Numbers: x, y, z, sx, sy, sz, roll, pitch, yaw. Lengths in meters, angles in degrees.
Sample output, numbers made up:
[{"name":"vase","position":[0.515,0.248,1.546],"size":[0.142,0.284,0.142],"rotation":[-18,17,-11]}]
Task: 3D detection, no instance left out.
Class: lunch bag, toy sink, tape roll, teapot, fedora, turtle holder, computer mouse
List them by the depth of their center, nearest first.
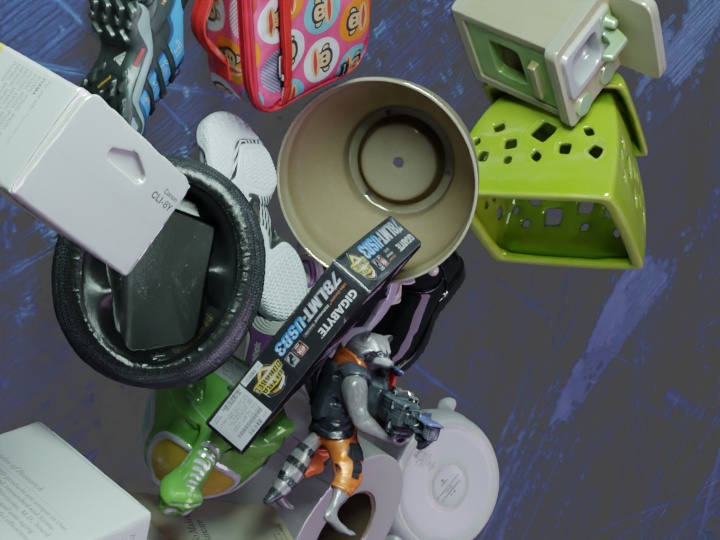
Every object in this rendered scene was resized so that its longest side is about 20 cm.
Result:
[{"name":"lunch bag","position":[-0.073,-0.246,1.163],"size":[0.176,0.082,0.201],"rotation":[-31,137,-34]},{"name":"fedora","position":[-0.176,0.003,1.174],"size":[0.201,0.200,0.092],"rotation":[-55,-176,-9]},{"name":"turtle holder","position":[-0.143,0.162,1.294],"size":[0.141,0.186,0.132],"rotation":[22,116,-37]},{"name":"computer mouse","position":[-0.002,0.057,1.421],"size":[0.044,0.110,0.201],"rotation":[23,103,-15]},{"name":"toy sink","position":[0.216,-0.248,1.463],"size":[0.112,0.199,0.130],"rotation":[-52,149,-14]},{"name":"tape roll","position":[-0.067,0.265,1.524],"size":[0.202,0.139,0.204],"rotation":[-35,140,-36]},{"name":"teapot","position":[0.071,0.273,1.741],"size":[0.199,0.146,0.199],"rotation":[0,90,-33]}]

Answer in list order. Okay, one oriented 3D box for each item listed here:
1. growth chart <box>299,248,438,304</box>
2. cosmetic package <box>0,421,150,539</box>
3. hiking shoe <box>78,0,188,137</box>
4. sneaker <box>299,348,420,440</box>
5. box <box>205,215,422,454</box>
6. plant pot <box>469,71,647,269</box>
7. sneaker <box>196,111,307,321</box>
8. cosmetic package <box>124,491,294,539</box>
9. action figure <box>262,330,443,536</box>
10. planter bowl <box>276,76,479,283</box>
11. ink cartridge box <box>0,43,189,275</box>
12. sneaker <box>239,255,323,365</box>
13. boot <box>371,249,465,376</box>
[{"name":"growth chart","position":[0.000,0.000,1.461],"size":[0.199,0.018,0.145],"rotation":[-27,130,-13]},{"name":"cosmetic package","position":[-0.312,0.261,1.132],"size":[0.200,0.166,0.168],"rotation":[-17,129,-48]},{"name":"hiking shoe","position":[-0.178,-0.151,1.081],"size":[0.086,0.074,0.201],"rotation":[-11,123,-51]},{"name":"sneaker","position":[-0.020,0.145,1.559],"size":[0.200,0.081,0.075],"rotation":[36,69,-38]},{"name":"box","position":[-0.039,0.053,1.222],"size":[0.199,0.050,0.200],"rotation":[-49,178,20]},{"name":"plant pot","position":[0.236,-0.125,1.584],"size":[0.199,0.199,0.182],"rotation":[48,50,-58]},{"name":"sneaker","position":[-0.128,-0.043,1.251],"size":[0.075,0.115,0.201],"rotation":[-27,102,-43]},{"name":"cosmetic package","position":[-0.170,0.283,1.341],"size":[0.199,0.104,0.073],"rotation":[12,107,-28]},{"name":"action figure","position":[-0.010,0.149,1.280],"size":[0.104,0.200,0.194],"rotation":[23,82,-23]},{"name":"planter bowl","position":[0.028,-0.101,1.342],"size":[0.135,0.199,0.201],"rotation":[-50,159,-70]},{"name":"ink cartridge box","position":[-0.237,-0.095,0.919],"size":[0.084,0.199,0.145],"rotation":[-56,149,-7]},{"name":"sneaker","position":[-0.086,0.071,1.422],"size":[0.201,0.075,0.100],"rotation":[-66,163,16]},{"name":"boot","position":[0.051,0.010,1.555],"size":[0.199,0.073,0.163],"rotation":[-53,149,-19]}]
